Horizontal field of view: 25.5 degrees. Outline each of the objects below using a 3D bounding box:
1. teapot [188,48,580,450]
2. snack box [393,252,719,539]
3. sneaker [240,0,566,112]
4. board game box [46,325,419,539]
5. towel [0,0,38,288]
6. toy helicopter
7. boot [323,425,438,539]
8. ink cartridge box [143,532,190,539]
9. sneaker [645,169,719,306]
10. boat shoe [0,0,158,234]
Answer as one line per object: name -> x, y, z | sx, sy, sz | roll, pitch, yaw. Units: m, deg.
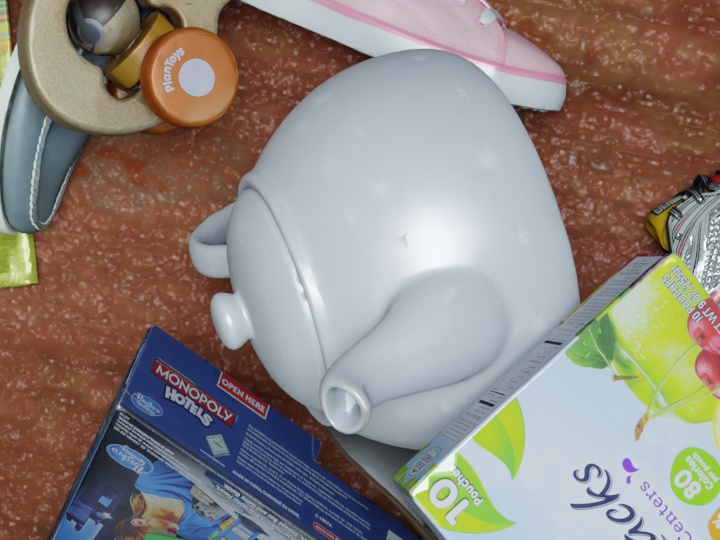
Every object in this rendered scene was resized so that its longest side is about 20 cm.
teapot -> 0.000, 0.000, 0.733 | 0.145, 0.200, 0.199 | -18, 67, -12
snack box -> 0.129, 0.114, 0.638 | 0.142, 0.053, 0.200 | -41, 96, -5
sneaker -> 0.025, -0.157, 0.805 | 0.199, 0.075, 0.106 | 24, 99, 7
board game box -> -0.086, 0.155, 0.809 | 0.199, 0.062, 0.200 | 37, 126, -15
towel -> -0.226, -0.088, 0.858 | 0.085, 0.018, 0.202 | -6, 92, 6
toy helicopter -> -0.118, -0.166, 0.765 | 0.131, 0.079, 0.202 | 12, 88, -23
boot -> 0.029, 0.097, 0.823 | 0.073, 0.076, 0.201 | -31, 69, -15
ink cartridge box -> -0.017, 0.216, 0.747 | 0.198, 0.083, 0.148 | 11, 130, 1
sneaker -> 0.190, -0.027, 0.798 | 0.082, 0.078, 0.201 | 28, 92, 8
boat shoe -> -0.138, -0.110, 0.823 | 0.061, 0.073, 0.202 | 18, 89, 7
